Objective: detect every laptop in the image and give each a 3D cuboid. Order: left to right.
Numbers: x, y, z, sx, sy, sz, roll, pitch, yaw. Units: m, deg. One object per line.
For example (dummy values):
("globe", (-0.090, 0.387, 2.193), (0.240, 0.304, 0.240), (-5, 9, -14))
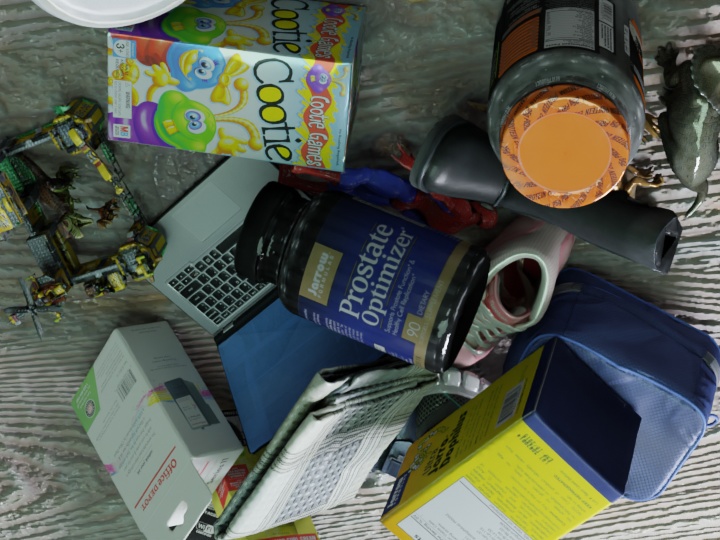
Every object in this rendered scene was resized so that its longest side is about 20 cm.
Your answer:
("laptop", (-0.100, 0.027, 1.500), (0.200, 0.116, 0.187), (41, 120, -20))

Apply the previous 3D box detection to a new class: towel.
("towel", (-0.020, 0.155, 1.470), (0.035, 0.192, 0.201), (47, 120, 25))

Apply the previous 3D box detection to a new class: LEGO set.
("LEGO set", (-0.269, -0.041, 1.464), (0.152, 0.116, 0.202), (-9, 116, 17))

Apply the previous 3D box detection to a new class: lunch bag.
("lunch bag", (0.231, 0.099, 1.492), (0.199, 0.133, 0.136), (29, 127, -1))

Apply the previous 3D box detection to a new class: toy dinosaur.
("toy dinosaur", (0.194, -0.099, 1.403), (0.200, 0.061, 0.106), (39, 123, -18))
("toy dinosaur", (0.271, -0.121, 1.350), (0.076, 0.103, 0.202), (14, 125, -1))

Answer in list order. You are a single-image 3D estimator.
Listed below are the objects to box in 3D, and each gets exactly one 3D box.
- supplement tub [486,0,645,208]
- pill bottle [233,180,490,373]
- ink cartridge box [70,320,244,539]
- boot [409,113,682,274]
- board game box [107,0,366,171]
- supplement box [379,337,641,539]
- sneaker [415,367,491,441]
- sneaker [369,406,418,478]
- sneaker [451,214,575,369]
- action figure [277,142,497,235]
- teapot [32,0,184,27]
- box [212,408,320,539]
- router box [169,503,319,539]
("supplement tub", (0.160, -0.143, 1.290), (0.121, 0.201, 0.124), (4, 126, 6))
("pill bottle", (0.000, 0.000, 1.389), (0.198, 0.112, 0.113), (22, 127, 12))
("ink cartridge box", (-0.184, 0.162, 1.564), (0.067, 0.201, 0.117), (-5, 142, -44))
("boot", (0.154, -0.055, 1.342), (0.199, 0.164, 0.066), (30, 107, 19))
("board game box", (-0.101, -0.164, 1.373), (0.197, 0.105, 0.104), (8, 125, 2))
("supplement box", (0.128, 0.171, 1.426), (0.109, 0.110, 0.200), (42, 125, -11))
("sneaker", (0.135, 0.161, 1.560), (0.198, 0.092, 0.078), (18, 161, -12))
("sneaker", (0.013, 0.194, 1.626), (0.145, 0.077, 0.203), (23, 124, -5))
("sneaker", (0.112, 0.031, 1.474), (0.075, 0.105, 0.201), (37, 122, -5))
("action figure", (0.030, -0.071, 1.447), (0.198, 0.052, 0.065), (18, 151, -17))
("teapot", (-0.197, -0.300, 1.273), (0.199, 0.147, 0.198), (-30, 147, 7))
("box", (-0.099, 0.217, 1.577), (0.074, 0.201, 0.050), (-2, 131, -22))
("router box", (-0.141, 0.309, 1.703), (0.148, 0.063, 0.201), (21, 144, -6))
